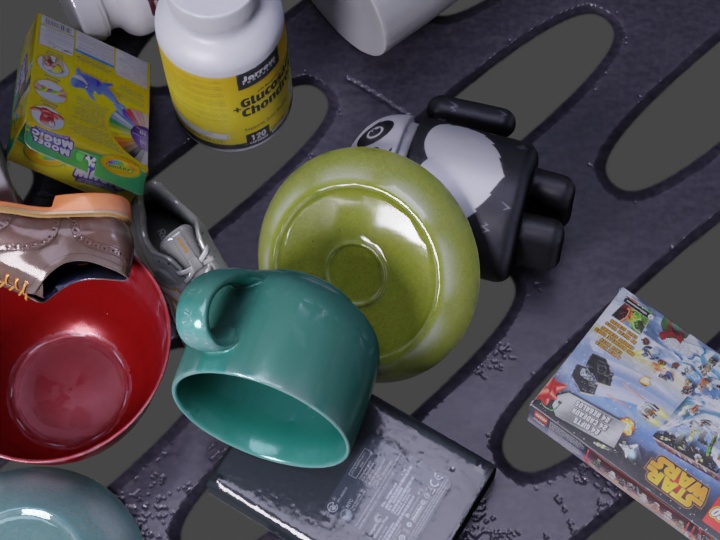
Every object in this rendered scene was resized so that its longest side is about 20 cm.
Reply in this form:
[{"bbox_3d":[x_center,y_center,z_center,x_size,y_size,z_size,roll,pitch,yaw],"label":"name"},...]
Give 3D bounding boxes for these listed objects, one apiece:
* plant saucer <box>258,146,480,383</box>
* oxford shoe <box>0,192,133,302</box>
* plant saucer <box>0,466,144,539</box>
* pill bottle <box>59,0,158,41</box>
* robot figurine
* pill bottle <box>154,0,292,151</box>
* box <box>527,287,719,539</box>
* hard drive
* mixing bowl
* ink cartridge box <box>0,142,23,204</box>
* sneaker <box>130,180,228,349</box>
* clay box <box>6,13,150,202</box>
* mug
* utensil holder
[{"bbox_3d":[0.000,0.000,1.448,0.198,0.031,0.202,5,105,21],"label":"plant saucer"},{"bbox_3d":[-0.279,-0.012,1.392,0.198,0.071,0.074,-8,69,-3],"label":"oxford shoe"},{"bbox_3d":[-0.270,0.247,1.404,0.199,0.039,0.203,-1,64,1],"label":"plant saucer"},{"bbox_3d":[-0.182,-0.288,1.612,0.199,0.113,0.113,-28,67,-12],"label":"pill bottle"},{"bbox_3d":[0.080,-0.062,1.492,0.198,0.126,0.151,15,29,8],"label":"robot figurine"},{"bbox_3d":[-0.119,-0.197,1.520,0.111,0.200,0.113,-1,65,2],"label":"pill bottle"},{"bbox_3d":[0.257,0.125,1.448,0.199,0.040,0.137,36,70,17],"label":"box"},{"bbox_3d":[-0.008,0.171,1.437,0.199,0.033,0.140,29,69,14],"label":"hard drive"},{"bbox_3d":[-0.249,0.079,1.444,0.198,0.109,0.202,0,65,0],"label":"mixing bowl"},{"bbox_3d":[-0.369,-0.078,1.470,0.144,0.200,0.146,-21,66,-8],"label":"ink cartridge box"},{"bbox_3d":[-0.139,0.009,1.483,0.075,0.092,0.200,-37,70,-15],"label":"sneaker"},{"bbox_3d":[-0.241,-0.131,1.507,0.114,0.048,0.201,23,34,-22],"label":"clay box"},{"bbox_3d":[-0.060,0.062,1.369,0.151,0.186,0.115,18,62,6],"label":"mug"},{"bbox_3d":[0.047,-0.316,1.594,0.199,0.170,0.170,-38,69,-12],"label":"utensil holder"}]
